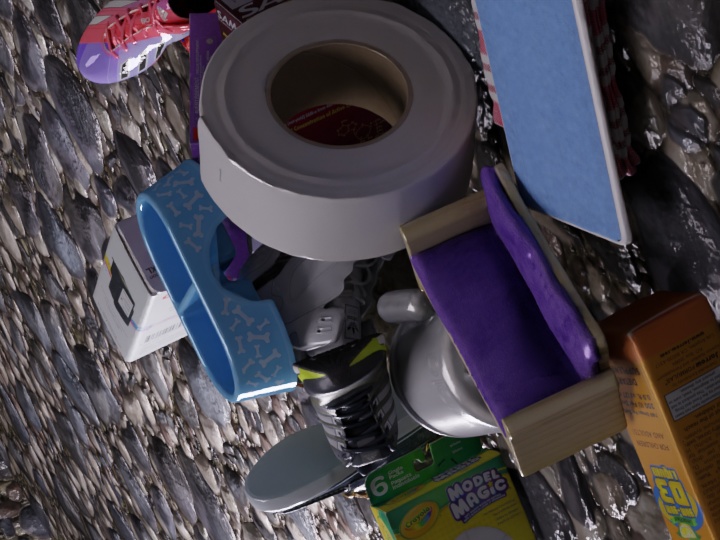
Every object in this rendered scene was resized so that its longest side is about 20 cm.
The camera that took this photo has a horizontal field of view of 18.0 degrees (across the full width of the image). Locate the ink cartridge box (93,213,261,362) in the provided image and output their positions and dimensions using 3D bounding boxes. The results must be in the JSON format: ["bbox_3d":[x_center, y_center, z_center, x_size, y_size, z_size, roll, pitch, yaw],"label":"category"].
[{"bbox_3d":[-0.170,-0.004,2.209,0.083,0.145,0.200,61,159,13],"label":"ink cartridge box"}]

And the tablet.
[{"bbox_3d":[0.121,-0.120,1.472,0.130,0.014,0.201,27,137,58],"label":"tablet"}]

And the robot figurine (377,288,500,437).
[{"bbox_3d":[0.090,0.066,1.708,0.169,0.113,0.200,39,163,-10],"label":"robot figurine"}]

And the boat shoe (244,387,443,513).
[{"bbox_3d":[0.000,0.169,1.932,0.071,0.200,0.091,39,153,50],"label":"boat shoe"}]

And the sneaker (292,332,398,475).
[{"bbox_3d":[-0.001,0.102,1.713,0.200,0.074,0.081,61,-172,-75],"label":"sneaker"}]

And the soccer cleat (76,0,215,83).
[{"bbox_3d":[-0.169,-0.214,1.914,0.199,0.076,0.067,-25,95,25],"label":"soccer cleat"}]

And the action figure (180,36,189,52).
[{"bbox_3d":[-0.157,-0.255,1.976,0.051,0.065,0.201,-12,102,29],"label":"action figure"}]

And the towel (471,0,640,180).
[{"bbox_3d":[0.119,-0.166,1.487,0.146,0.030,0.201,32,141,54],"label":"towel"}]

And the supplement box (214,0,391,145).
[{"bbox_3d":[-0.039,-0.136,1.785,0.061,0.108,0.201,42,152,47],"label":"supplement box"}]

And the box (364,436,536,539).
[{"bbox_3d":[0.090,0.239,1.909,0.201,0.117,0.048,66,166,-7],"label":"box"}]

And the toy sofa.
[{"bbox_3d":[0.099,0.029,1.532,0.098,0.082,0.200,70,175,-50],"label":"toy sofa"}]

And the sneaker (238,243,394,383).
[{"bbox_3d":[0.000,0.000,1.765,0.075,0.200,0.115,20,-140,-53],"label":"sneaker"}]

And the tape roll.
[{"bbox_3d":[-0.017,-0.104,1.636,0.203,0.202,0.071,51,156,30],"label":"tape roll"}]

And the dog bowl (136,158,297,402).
[{"bbox_3d":[-0.116,0.013,1.777,0.201,0.049,0.111,64,162,8],"label":"dog bowl"}]

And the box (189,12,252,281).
[{"bbox_3d":[-0.115,-0.096,1.880,0.200,0.039,0.137,87,-179,-54],"label":"box"}]

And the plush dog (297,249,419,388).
[{"bbox_3d":[-0.036,0.037,1.893,0.161,0.171,0.200,66,160,-7],"label":"plush dog"}]

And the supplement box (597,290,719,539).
[{"bbox_3d":[0.225,0.116,1.510,0.201,0.069,0.066,65,161,-9],"label":"supplement box"}]
